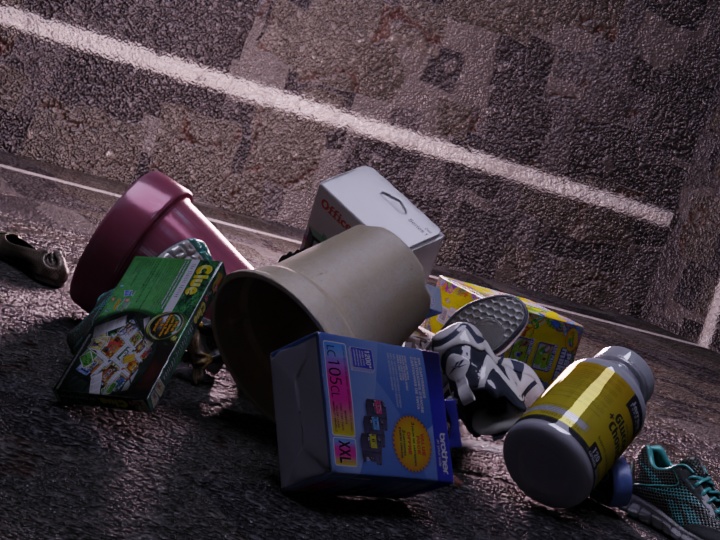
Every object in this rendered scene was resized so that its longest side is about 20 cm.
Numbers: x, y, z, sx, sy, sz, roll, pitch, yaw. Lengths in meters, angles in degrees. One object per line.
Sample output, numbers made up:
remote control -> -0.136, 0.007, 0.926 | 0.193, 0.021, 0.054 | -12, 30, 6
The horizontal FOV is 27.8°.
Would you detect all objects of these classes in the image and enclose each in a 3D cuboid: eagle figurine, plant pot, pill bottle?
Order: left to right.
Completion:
plant pot -> -0.237, 0.006, 1.828 | 0.178, 0.201, 0.200 | 34, 8, 6
eagle figurine -> -0.109, 0.070, 1.694 | 0.198, 0.153, 0.151 | -12, 43, -19
plant pot -> -0.028, 0.048, 1.568 | 0.200, 0.202, 0.183 | 22, 42, 37
pill bottle -> 0.253, 0.169, 1.642 | 0.111, 0.113, 0.200 | 20, 39, 29

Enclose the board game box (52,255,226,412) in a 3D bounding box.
board game box -> -0.216, 0.059, 1.446 | 0.104, 0.024, 0.201 | 2, 41, 21

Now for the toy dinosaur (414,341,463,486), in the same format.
toy dinosaur -> 0.037, 0.175, 1.665 | 0.104, 0.202, 0.182 | -2, -23, -13

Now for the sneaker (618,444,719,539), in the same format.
sneaker -> 0.376, 0.259, 1.652 | 0.077, 0.092, 0.199 | 10, 10, -45

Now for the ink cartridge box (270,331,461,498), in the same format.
ink cartridge box -> 0.014, 0.143, 1.400 | 0.076, 0.138, 0.199 | -22, -24, 40

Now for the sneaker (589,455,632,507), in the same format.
sneaker -> 0.247, 0.229, 1.728 | 0.077, 0.071, 0.200 | -2, 14, -19

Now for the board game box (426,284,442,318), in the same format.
board game box -> -0.020, 0.051, 2.090 | 0.198, 0.044, 0.199 | -23, -28, 39

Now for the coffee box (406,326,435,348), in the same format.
coffee box -> 0.028, 0.113, 2.026 | 0.199, 0.080, 0.113 | 13, 7, -37

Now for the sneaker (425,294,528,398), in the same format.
sneaker -> 0.132, 0.115, 1.823 | 0.077, 0.202, 0.146 | 53, 3, 22

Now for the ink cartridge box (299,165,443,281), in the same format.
ink cartridge box -> 0.000, 0.000, 1.747 | 0.084, 0.201, 0.145 | -22, 54, -40

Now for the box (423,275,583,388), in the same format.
box -> 0.239, 0.106, 2.478 | 0.191, 0.123, 0.200 | 14, 6, -23

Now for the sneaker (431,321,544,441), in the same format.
sneaker -> 0.161, 0.158, 1.691 | 0.199, 0.079, 0.130 | 47, 23, -42

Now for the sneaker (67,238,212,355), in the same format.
sneaker -> -0.245, 0.032, 1.591 | 0.091, 0.078, 0.200 | 6, 41, 43

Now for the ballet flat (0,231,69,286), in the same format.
ballet flat -> -0.463, -0.025, 2.043 | 0.067, 0.047, 0.199 | 13, 7, -39

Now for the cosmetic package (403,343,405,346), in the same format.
cosmetic package -> -0.042, 0.087, 1.860 | 0.198, 0.088, 0.104 | 17, 40, 1
